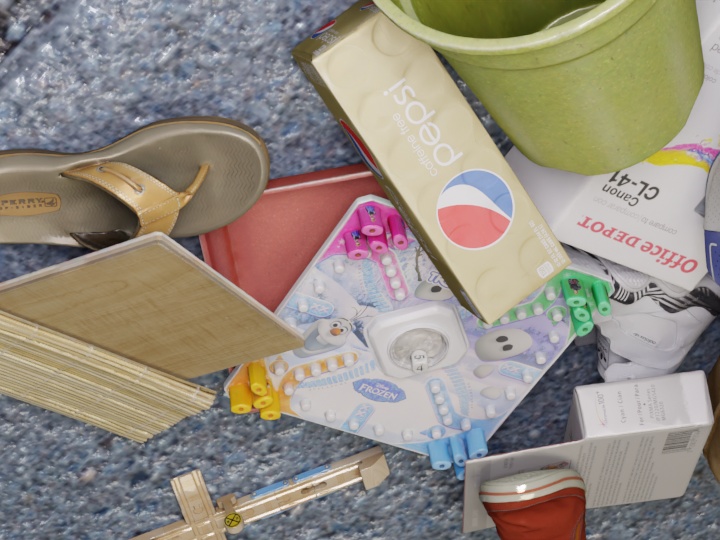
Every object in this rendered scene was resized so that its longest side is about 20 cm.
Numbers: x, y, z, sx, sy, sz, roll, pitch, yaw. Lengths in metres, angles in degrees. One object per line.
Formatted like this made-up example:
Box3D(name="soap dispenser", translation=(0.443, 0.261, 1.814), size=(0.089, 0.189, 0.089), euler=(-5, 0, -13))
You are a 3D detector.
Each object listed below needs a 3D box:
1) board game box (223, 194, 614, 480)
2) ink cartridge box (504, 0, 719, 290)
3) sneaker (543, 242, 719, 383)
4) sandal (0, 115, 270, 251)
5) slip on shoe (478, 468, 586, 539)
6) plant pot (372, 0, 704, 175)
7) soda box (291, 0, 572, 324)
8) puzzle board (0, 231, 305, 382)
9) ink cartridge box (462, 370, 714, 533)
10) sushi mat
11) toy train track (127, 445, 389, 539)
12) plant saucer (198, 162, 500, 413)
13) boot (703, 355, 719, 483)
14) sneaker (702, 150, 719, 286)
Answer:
Box3D(name="board game box", translation=(0.039, 0.052, 1.479), size=(0.199, 0.026, 0.200), euler=(18, 129, -25))
Box3D(name="ink cartridge box", translation=(0.214, -0.099, 1.444), size=(0.147, 0.086, 0.200), euler=(19, 119, -35))
Box3D(name="sneaker", translation=(0.168, 0.029, 1.549), size=(0.199, 0.075, 0.115), euler=(6, 126, -30))
Box3D(name="sandal", translation=(-0.152, -0.042, 1.353), size=(0.198, 0.054, 0.081), euler=(-7, 123, -3))
Box3D(name="slip on shoe", translation=(0.129, 0.184, 1.581), size=(0.073, 0.062, 0.200), euler=(-10, 158, 8))
Box3D(name="plant pot", translation=(0.118, -0.157, 1.288), size=(0.199, 0.201, 0.184), euler=(-27, 143, 4))
Box3D(name="soda box", translation=(0.043, -0.069, 1.351), size=(0.068, 0.064, 0.201), euler=(-36, 107, -4))
Box3D(name="puzzle board", translation=(-0.157, 0.033, 1.413), size=(0.199, 0.018, 0.151), euler=(-16, 145, 31))
Box3D(name="ink cartridge box", translation=(0.157, 0.133, 1.607), size=(0.175, 0.045, 0.200), euler=(-8, 159, -1))
Box3D(name="sushi mat", translation=(-0.202, 0.067, 1.448), size=(0.199, 0.012, 0.095), euler=(23, 146, -30))
Box3D(name="toy train track", translation=(-0.072, 0.181, 1.624), size=(0.199, 0.033, 0.115), euler=(-21, 135, -4))
Box3D(name="plant saucer", translation=(0.000, 0.000, 1.470), size=(0.198, 0.037, 0.200), euler=(-11, 134, -2))
Box3D(name="boot", translation=(0.282, 0.116, 1.554), size=(0.066, 0.176, 0.200), euler=(5, 155, 1))
Box3D(name="sneaker", translation=(0.250, -0.058, 1.342), size=(0.080, 0.115, 0.201), euler=(19, 123, 10))
